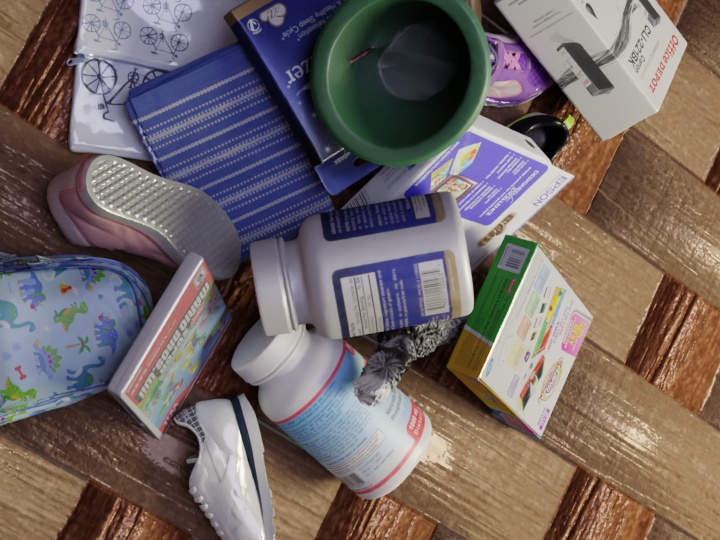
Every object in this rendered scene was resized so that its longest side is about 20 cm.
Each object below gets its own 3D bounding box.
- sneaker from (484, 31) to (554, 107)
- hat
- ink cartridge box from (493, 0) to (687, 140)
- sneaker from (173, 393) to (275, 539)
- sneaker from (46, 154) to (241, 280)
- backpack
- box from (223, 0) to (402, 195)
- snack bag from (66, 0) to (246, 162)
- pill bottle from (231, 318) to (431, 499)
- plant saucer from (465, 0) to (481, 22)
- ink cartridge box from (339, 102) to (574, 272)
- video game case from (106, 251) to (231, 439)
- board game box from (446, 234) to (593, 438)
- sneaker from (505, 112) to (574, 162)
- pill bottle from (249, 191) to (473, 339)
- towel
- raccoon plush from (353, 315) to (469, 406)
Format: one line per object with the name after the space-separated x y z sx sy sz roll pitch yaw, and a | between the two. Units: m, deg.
0.133 -0.221 1.614 0.198 0.088 0.081 1 88 -26 | sneaker
0.059 -0.205 1.469 0.166 0.176 0.200 46 105 0 | hat
0.253 -0.265 1.644 0.200 0.083 0.145 49 44 -18 | ink cartridge box
-0.129 0.226 1.506 0.080 0.076 0.202 -12 90 -13 | sneaker
-0.212 -0.047 1.459 0.199 0.104 0.076 30 62 -38 | sneaker
-0.288 0.057 1.399 0.198 0.153 0.165 -6 84 -37 | backpack
-0.029 -0.187 1.458 0.121 0.032 0.201 -34 98 -22 | box
-0.195 -0.200 1.498 0.187 0.021 0.202 8 86 -25 | snack bag
-0.031 0.129 1.524 0.200 0.109 0.109 43 73 -19 | pill bottle
0.034 -0.263 1.520 0.198 0.032 0.203 1 86 -17 | plant saucer
0.089 -0.068 1.540 0.198 0.044 0.199 -44 144 23 | ink cartridge box
-0.174 0.075 1.420 0.017 0.200 0.144 27 76 10 | video game case
0.172 0.074 1.597 0.154 0.040 0.200 -64 148 -12 | board game box
0.147 -0.106 1.619 0.200 0.083 0.072 -44 106 -15 | sneaker
0.000 0.000 1.433 0.198 0.120 0.121 -10 94 -1 | pill bottle
-0.127 -0.112 1.489 0.144 0.024 0.201 -24 109 3 | towel
0.046 0.074 1.539 0.200 0.096 0.135 -51 149 -23 | raccoon plush
